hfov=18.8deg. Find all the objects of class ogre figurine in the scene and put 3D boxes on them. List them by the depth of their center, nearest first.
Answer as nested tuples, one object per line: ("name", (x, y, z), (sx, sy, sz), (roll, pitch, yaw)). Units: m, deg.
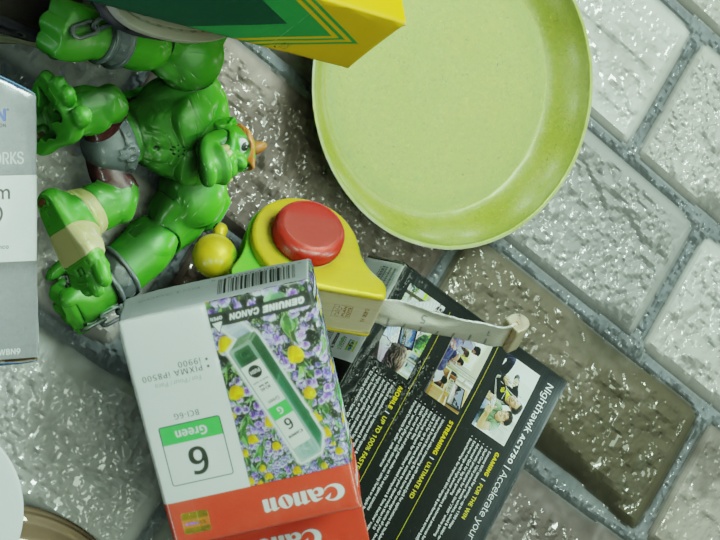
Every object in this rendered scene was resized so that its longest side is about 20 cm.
("ogre figurine", (-0.122, -0.070, 1.197), (0.119, 0.098, 0.201), (-28, 116, -34))

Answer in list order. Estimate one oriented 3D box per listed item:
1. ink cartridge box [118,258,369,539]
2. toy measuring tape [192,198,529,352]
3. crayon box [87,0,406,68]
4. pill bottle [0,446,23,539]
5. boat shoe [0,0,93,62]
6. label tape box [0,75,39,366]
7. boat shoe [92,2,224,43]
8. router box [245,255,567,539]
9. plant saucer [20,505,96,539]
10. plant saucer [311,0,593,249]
("ink cartridge box", (-0.058, 0.104, 1.210), (0.108, 0.050, 0.202), (-12, 104, 2))
("toy measuring tape", (0.000, 0.000, 1.256), (0.198, 0.074, 0.074), (10, 91, -14))
("crayon box", (-0.071, -0.217, 1.104), (0.172, 0.058, 0.202), (11, 60, -39))
("pill bottle", (-0.246, 0.106, 1.091), (0.115, 0.200, 0.117), (-3, 97, -29))
("boat shoe", (-0.156, -0.152, 1.190), (0.199, 0.065, 0.073), (2, 93, -30))
("label tape box", (-0.217, -0.059, 1.121), (0.063, 0.144, 0.202), (-3, 97, -28))
("boat shoe", (-0.090, -0.162, 1.163), (0.200, 0.062, 0.073), (-33, 112, -54))
("router box", (0.020, 0.115, 1.323), (0.149, 0.051, 0.201), (35, 79, -29))
("plant saucer", (-0.209, 0.232, 1.224), (0.199, 0.029, 0.202), (-3, 97, -28))
("plant saucer", (0.052, -0.115, 1.329), (0.199, 0.031, 0.202), (-4, 98, -28))
